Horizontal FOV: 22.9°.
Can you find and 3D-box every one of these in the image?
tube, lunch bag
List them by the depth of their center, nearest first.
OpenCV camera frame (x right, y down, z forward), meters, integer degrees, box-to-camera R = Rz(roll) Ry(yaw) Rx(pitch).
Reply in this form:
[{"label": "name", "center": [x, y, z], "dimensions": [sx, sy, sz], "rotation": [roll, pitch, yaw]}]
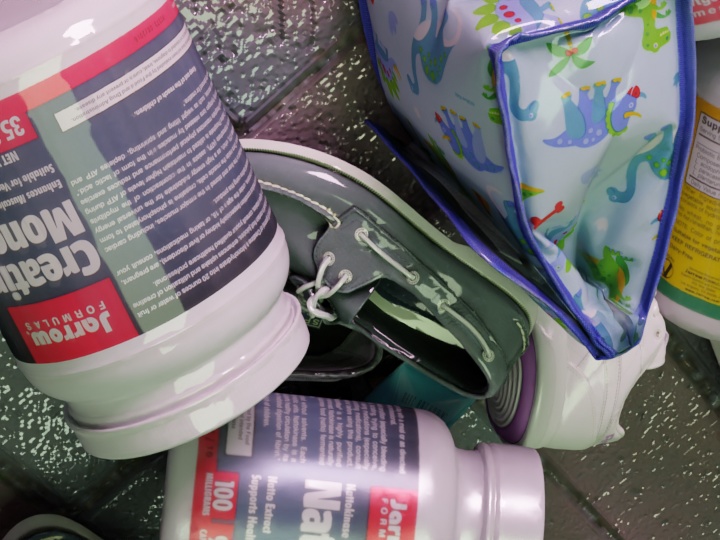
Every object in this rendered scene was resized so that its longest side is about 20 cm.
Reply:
[{"label": "lunch bag", "center": [0.081, -0.075, 0.896], "dimensions": [0.127, 0.170, 0.201], "rotation": [-22, 128, -12]}, {"label": "tube", "center": [-0.019, 0.131, 1.044], "dimensions": [0.200, 0.050, 0.077], "rotation": [-47, 147, 13]}]

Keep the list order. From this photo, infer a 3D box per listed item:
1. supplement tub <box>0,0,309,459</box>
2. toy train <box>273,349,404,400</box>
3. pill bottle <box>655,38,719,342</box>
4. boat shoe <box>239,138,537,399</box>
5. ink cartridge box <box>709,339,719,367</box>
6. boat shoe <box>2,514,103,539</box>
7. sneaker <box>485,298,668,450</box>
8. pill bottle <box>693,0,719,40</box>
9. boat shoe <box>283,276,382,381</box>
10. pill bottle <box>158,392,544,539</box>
[{"label": "supplement tub", "center": [-0.118, -0.030, 0.824], "dimensions": [0.140, 0.140, 0.201], "rotation": [-27, 109, -7]}, {"label": "toy train", "center": [0.033, 0.054, 1.039], "dimensions": [0.198, 0.034, 0.046], "rotation": [-16, 128, -14]}, {"label": "pill bottle", "center": [0.229, -0.069, 1.003], "dimensions": [0.112, 0.113, 0.201], "rotation": [-5, 122, -22]}, {"label": "boat shoe", "center": [0.000, 0.000, 0.928], "dimensions": [0.199, 0.062, 0.073], "rotation": [30, 144, -10]}, {"label": "ink cartridge box", "center": [0.319, 0.062, 1.085], "dimensions": [0.125, 0.199, 0.129], "rotation": [-41, 129, -18]}, {"label": "boat shoe", "center": [-0.115, 0.205, 0.995], "dimensions": [0.075, 0.062, 0.200], "rotation": [-45, 119, 6]}, {"label": "sneaker", "center": [0.132, 0.006, 1.012], "dimensions": [0.099, 0.075, 0.202], "rotation": [8, 99, -26]}, {"label": "pill bottle", "center": [0.151, -0.221, 0.877], "dimensions": [0.108, 0.109, 0.201], "rotation": [-33, 127, -2]}, {"label": "boat shoe", "center": [-0.080, 0.027, 0.949], "dimensions": [0.198, 0.068, 0.074], "rotation": [14, 113, -31]}, {"label": "pill bottle", "center": [-0.007, 0.130, 0.954], "dimensions": [0.198, 0.120, 0.120], "rotation": [6, 119, -5]}]
